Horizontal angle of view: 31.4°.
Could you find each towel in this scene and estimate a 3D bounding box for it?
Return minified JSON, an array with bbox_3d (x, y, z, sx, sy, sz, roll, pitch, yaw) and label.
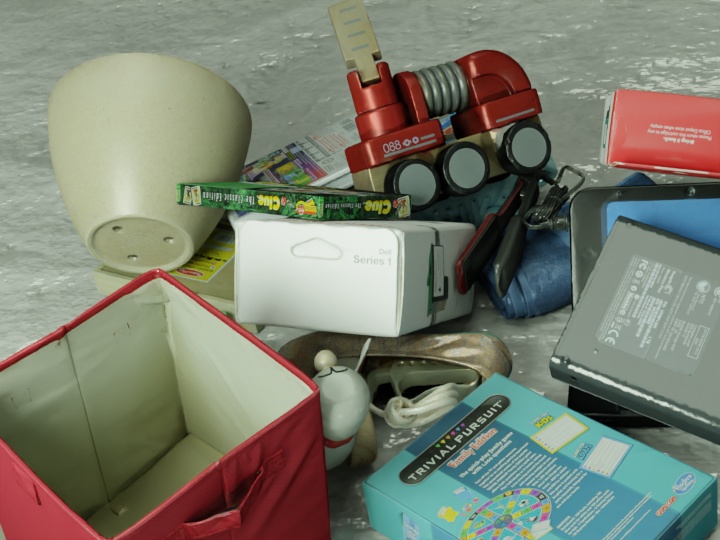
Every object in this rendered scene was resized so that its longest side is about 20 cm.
[{"bbox_3d":[0.199,-0.022,1.151,0.197,0.049,0.112,-18,34,-12],"label":"towel"}]

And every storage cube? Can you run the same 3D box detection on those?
[{"bbox_3d":[-0.136,0.144,0.854,0.170,0.182,0.199,-33,49,-31],"label":"storage cube"}]

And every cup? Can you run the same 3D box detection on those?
[{"bbox_3d":[-0.204,-0.084,1.209,0.197,0.201,0.145,-5,59,8],"label":"cup"}]

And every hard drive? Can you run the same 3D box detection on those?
[{"bbox_3d":[0.259,0.052,0.954,0.198,0.033,0.141,21,70,24],"label":"hard drive"}]

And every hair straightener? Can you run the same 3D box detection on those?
[{"bbox_3d":[0.152,-0.039,1.120,0.076,0.041,0.200,7,32,27],"label":"hair straightener"}]

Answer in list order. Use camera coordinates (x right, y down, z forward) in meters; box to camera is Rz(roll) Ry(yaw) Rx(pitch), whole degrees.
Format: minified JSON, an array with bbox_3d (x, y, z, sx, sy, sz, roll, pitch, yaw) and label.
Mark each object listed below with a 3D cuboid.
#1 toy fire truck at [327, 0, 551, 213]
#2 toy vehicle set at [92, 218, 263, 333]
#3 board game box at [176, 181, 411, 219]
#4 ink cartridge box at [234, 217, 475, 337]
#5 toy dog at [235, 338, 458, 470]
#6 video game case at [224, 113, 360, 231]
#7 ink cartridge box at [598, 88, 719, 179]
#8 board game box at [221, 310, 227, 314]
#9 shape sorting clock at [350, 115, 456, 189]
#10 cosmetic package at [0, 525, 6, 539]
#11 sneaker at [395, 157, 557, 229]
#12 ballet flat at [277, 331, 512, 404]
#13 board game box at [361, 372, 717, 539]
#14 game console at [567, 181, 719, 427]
[{"bbox_3d":[0.055,-0.163,1.154,0.174,0.203,0.128,-19,5,-18],"label":"toy fire truck"},{"bbox_3d":[-0.147,-0.005,1.245,0.197,0.027,0.124,12,39,31],"label":"toy vehicle set"},{"bbox_3d":[-0.060,-0.061,1.098,0.104,0.024,0.198,-7,11,-41],"label":"board game box"},{"bbox_3d":[0.000,0.000,1.062,0.144,0.086,0.199,4,5,22],"label":"ink cartridge box"},{"bbox_3d":[-0.030,0.091,0.928,0.130,0.200,0.098,-9,69,-34],"label":"toy dog"},{"bbox_3d":[-0.058,-0.100,1.298,0.180,0.023,0.200,-26,19,-6],"label":"video game case"},{"bbox_3d":[0.274,-0.119,1.127,0.114,0.068,0.200,6,6,6],"label":"ink cartridge box"},{"bbox_3d":[-0.193,0.116,1.077,0.197,0.026,0.201,-14,33,-4],"label":"board game box"},{"bbox_3d":[0.061,-0.134,1.316,0.198,0.040,0.200,-25,18,8],"label":"shape sorting clock"},{"bbox_3d":[-0.241,0.128,0.983,0.103,0.074,0.199,21,44,39],"label":"cosmetic package"},{"bbox_3d":[0.109,-0.068,1.229,0.199,0.074,0.082,-38,62,-18],"label":"sneaker"},{"bbox_3d":[0.022,0.084,1.028,0.196,0.069,0.068,-5,40,12],"label":"ballet flat"},{"bbox_3d":[0.123,0.163,0.893,0.150,0.048,0.199,-34,39,-31],"label":"board game box"},{"bbox_3d":[0.260,0.025,0.998,0.196,0.118,0.177,-2,32,14],"label":"game console"}]
